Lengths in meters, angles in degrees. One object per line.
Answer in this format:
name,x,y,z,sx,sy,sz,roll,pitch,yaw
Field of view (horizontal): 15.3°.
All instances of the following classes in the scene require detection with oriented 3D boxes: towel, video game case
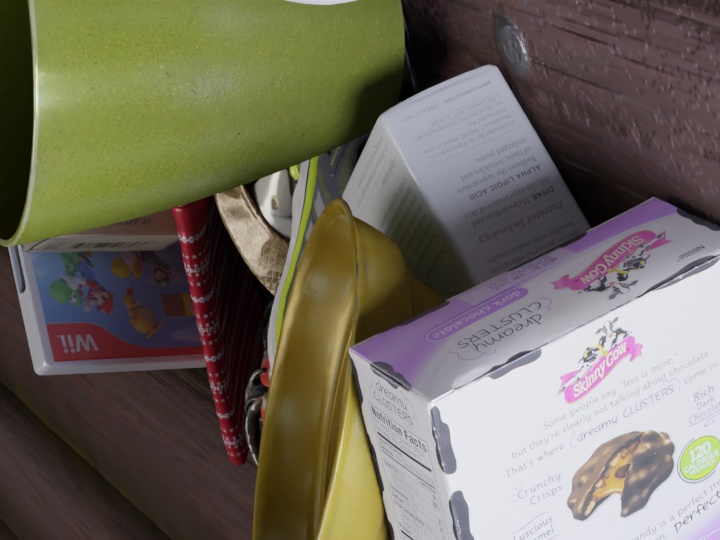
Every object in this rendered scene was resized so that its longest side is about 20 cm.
towel,-0.081,0.000,1.665,0.145,0.022,0.201,-80,-17,-54
video game case,-0.163,-0.032,1.711,0.017,0.142,0.201,-34,65,48

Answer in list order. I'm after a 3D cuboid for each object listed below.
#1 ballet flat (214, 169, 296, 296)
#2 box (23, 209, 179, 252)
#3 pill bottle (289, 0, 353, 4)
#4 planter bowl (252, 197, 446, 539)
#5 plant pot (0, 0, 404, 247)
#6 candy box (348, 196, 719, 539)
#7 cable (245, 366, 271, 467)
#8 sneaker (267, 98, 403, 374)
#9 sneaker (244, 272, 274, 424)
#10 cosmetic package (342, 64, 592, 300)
ballet flat,-0.057,-0.070,1.566,0.201,0.070,0.065,62,146,3
box,-0.160,-0.114,1.645,0.078,0.094,0.201,161,106,-71
pill bottle,-0.019,-0.224,1.202,0.114,0.114,0.201,52,157,36
planter bowl,0.011,0.073,1.245,0.200,0.083,0.202,-170,90,-79
plant pot,-0.086,-0.113,1.335,0.187,0.199,0.188,175,90,-71
candy box,0.099,0.094,1.171,0.071,0.167,0.201,31,140,54
cable,-0.032,0.147,1.527,0.097,0.050,0.201,11,105,27
sneaker,0.000,0.000,1.407,0.081,0.074,0.201,-4,85,62
sneaker,-0.038,0.052,1.612,0.200,0.082,0.077,-122,18,-45
cosmetic package,0.074,0.013,1.297,0.201,0.074,0.102,60,160,13
